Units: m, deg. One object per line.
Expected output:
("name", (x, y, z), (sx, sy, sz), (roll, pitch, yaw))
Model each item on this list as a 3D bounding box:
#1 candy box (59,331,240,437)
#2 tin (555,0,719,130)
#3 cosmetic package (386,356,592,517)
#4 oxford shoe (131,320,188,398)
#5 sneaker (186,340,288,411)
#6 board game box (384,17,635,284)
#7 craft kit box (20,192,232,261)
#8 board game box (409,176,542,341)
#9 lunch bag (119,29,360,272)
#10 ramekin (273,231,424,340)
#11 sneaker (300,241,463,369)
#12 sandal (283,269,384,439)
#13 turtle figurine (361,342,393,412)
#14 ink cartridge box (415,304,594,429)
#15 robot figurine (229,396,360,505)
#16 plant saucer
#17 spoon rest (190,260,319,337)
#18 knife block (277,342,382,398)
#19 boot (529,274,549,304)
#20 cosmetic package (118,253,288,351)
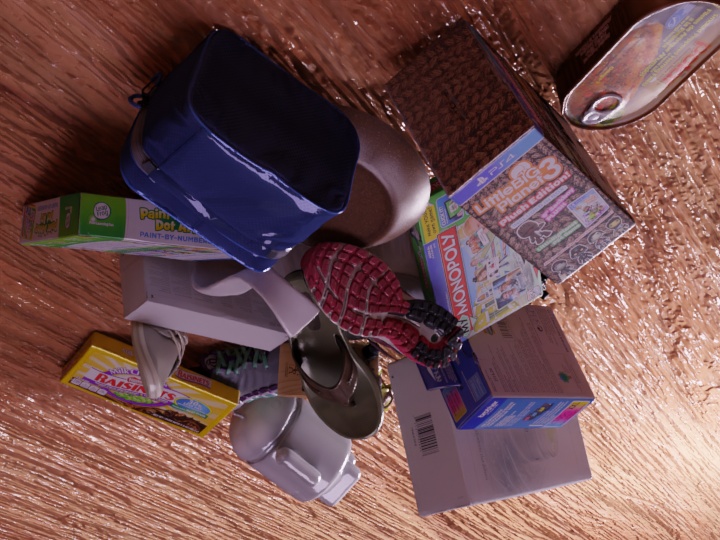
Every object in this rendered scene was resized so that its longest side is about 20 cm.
("candy box", (-0.258, 0.142, 1.719), (0.199, 0.027, 0.102), (24, 136, -22))
("tin", (0.266, -0.203, 1.329), (0.111, 0.042, 0.200), (10, 146, -27))
("cosmetic package", (0.165, 0.191, 1.783), (0.199, 0.201, 0.123), (-6, 168, -33))
("oxford shoe", (-0.218, 0.078, 1.535), (0.057, 0.200, 0.076), (-8, 109, -4))
("sneaker", (-0.143, 0.120, 1.731), (0.087, 0.075, 0.200), (23, 138, -39))
("board game box", (0.139, -0.106, 1.291), (0.097, 0.160, 0.200), (-39, 138, 15))
("craft kit box", (-0.207, -0.039, 1.357), (0.197, 0.049, 0.200), (3, 178, -29))
("board game box", (0.122, -0.025, 1.478), (0.134, 0.029, 0.201), (-29, 131, -18))
("lunch bag", (-0.116, -0.102, 1.236), (0.200, 0.136, 0.132), (36, 131, -19))
("ramekin", (0.000, 0.000, 1.540), (0.201, 0.095, 0.203), (-9, 151, -5))
("sneaker", (0.012, 0.040, 1.431), (0.200, 0.081, 0.075), (37, 168, -31))
("sandal", (-0.039, 0.096, 1.470), (0.079, 0.057, 0.202), (-17, 111, 16))
("turtle figurine", (0.003, 0.161, 1.864), (0.199, 0.065, 0.161), (-18, 151, 13))
("ink cartridge box", (0.154, 0.108, 1.609), (0.199, 0.137, 0.076), (6, 139, -39))
("robot figurine", (-0.092, 0.227, 1.853), (0.200, 0.170, 0.113), (40, 94, -19))
("plant saucer", (-0.033, -0.080, 1.366), (0.199, 0.037, 0.201), (9, 140, 8))
("spoon rest", (-0.112, 0.002, 1.427), (0.099, 0.200, 0.061), (-43, 125, -10))
("knife block", (-0.002, 0.117, 1.615), (0.175, 0.064, 0.199), (-3, 171, 41))
("boot", (0.115, 0.027, 1.654), (0.198, 0.074, 0.162), (5, 151, -41))
("cosmetic package", (-0.168, 0.028, 1.542), (0.199, 0.083, 0.051), (16, 141, -40))
